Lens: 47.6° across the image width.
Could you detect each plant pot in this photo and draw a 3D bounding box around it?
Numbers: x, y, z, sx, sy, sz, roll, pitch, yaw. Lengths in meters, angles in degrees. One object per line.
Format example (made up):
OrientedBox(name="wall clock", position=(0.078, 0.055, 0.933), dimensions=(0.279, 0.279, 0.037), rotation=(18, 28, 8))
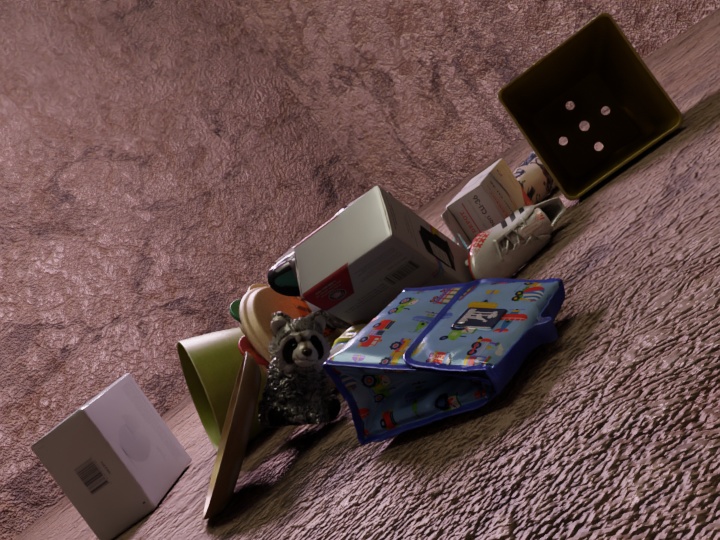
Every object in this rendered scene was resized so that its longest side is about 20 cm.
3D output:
OrientedBox(name="plant pot", position=(0.352, -0.241, 1.278), dimensions=(0.199, 0.202, 0.176), rotation=(-35, -7, 12))
OrientedBox(name="plant pot", position=(-0.152, 0.199, 0.983), dimensions=(0.200, 0.027, 0.203), rotation=(-164, 89, -81))
OrientedBox(name="plant pot", position=(-0.159, 0.162, 1.274), dimensions=(0.198, 0.190, 0.187), rotation=(-21, -1, -21))

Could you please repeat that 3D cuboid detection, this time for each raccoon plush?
OrientedBox(name="raccoon plush", position=(-0.101, 0.126, 1.026), dimensions=(0.096, 0.137, 0.199), rotation=(1, -10, -36))

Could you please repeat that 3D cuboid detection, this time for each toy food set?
OrientedBox(name="toy food set", position=(-0.100, 0.099, 1.187), dimensions=(0.049, 0.199, 0.198), rotation=(-50, 4, 24))

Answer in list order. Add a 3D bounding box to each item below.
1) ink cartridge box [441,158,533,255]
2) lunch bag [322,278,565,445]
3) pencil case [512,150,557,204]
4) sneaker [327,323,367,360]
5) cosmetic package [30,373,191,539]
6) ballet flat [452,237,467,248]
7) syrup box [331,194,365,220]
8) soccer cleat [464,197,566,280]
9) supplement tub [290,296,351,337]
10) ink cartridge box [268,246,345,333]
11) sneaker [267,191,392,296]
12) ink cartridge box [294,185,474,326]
OrientedBox(name="ink cartridge box", position=(0.197, -0.079, 1.208), dimensions=(0.067, 0.117, 0.200), rotation=(-33, 6, 30))
OrientedBox(name="lunch bag", position=(0.091, 0.073, 0.740), dimensions=(0.198, 0.095, 0.150), rotation=(-16, 16, 43))
OrientedBox(name="pencil case", position=(0.277, -0.139, 1.457), dimensions=(0.199, 0.078, 0.089), rotation=(-38, 25, -18))
OrientedBox(name="sneaker", position=(0.005, 0.111, 0.974), dimensions=(0.199, 0.076, 0.105), rotation=(-31, 7, 46))
OrientedBox(name="cosmetic package", position=(-0.416, 0.313, 1.392), dimensions=(0.122, 0.201, 0.200), rotation=(-34, 4, 12))
OrientedBox(name="ballet flat", position=(0.178, -0.033, 1.286), dimensions=(0.071, 0.067, 0.200), rotation=(-52, -7, 30))
OrientedBox(name="syrup box", position=(0.036, -0.032, 1.431), dimensions=(0.081, 0.201, 0.079), rotation=(-35, 3, 7))
OrientedBox(name="soccer cleat", position=(0.206, -0.041, 1.070), dimensions=(0.085, 0.069, 0.199), rotation=(-33, 2, 44))
OrientedBox(name="supplement tub", position=(0.000, 0.000, 1.172), dimensions=(0.199, 0.123, 0.123), rotation=(-36, 4, 10))
OrientedBox(name="ink cartridge box", position=(-0.050, 0.040, 1.355), dimensions=(0.125, 0.201, 0.128), rotation=(-38, 5, -26))
OrientedBox(name="sneaker", position=(-0.035, -0.035, 1.094), dimensions=(0.197, 0.075, 0.088), rotation=(-21, 49, 4))
OrientedBox(name="ink cartridge box", position=(0.036, 0.004, 1.026), dimensions=(0.145, 0.199, 0.084), rotation=(-34, 49, 24))
